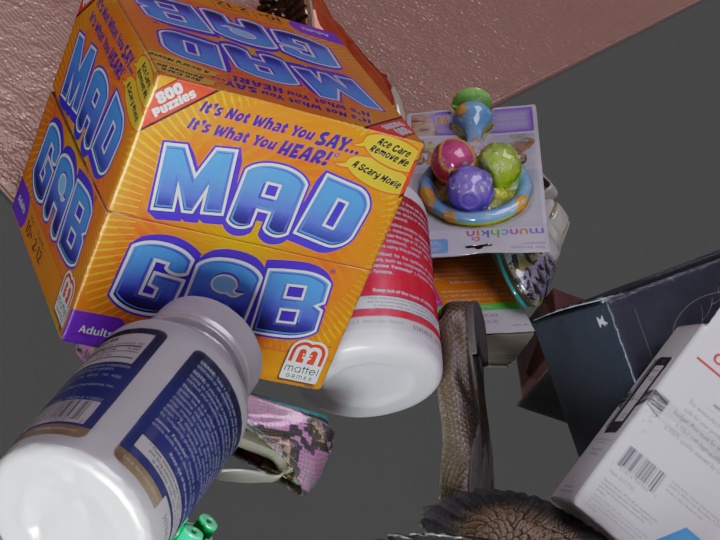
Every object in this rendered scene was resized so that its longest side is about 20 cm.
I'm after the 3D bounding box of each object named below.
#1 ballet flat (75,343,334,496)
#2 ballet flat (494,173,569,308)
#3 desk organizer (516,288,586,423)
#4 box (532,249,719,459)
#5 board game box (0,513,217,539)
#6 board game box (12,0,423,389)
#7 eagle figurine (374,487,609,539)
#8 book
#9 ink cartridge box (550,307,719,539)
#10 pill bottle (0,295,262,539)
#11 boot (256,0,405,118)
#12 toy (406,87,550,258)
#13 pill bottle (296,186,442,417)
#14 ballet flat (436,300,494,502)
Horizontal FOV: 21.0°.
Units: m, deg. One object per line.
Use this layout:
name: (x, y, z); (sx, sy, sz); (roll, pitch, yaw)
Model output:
ballet flat: (-0.112, 0.105, 1.364); (0.199, 0.069, 0.072); (24, 60, -15)
ballet flat: (0.139, -0.044, 1.638); (0.072, 0.072, 0.201); (21, 25, -18)
desk organizer: (0.229, 0.092, 1.614); (0.199, 0.072, 0.077); (19, 40, -20)
box: (0.270, 0.094, 1.507); (0.195, 0.124, 0.201); (-18, 88, -26)
board game box: (-0.174, 0.215, 1.179); (0.199, 0.026, 0.201); (15, 43, -23)
board game box: (-0.109, -0.066, 1.375); (0.198, 0.201, 0.200); (13, 23, -27)
eagle figurine: (0.117, 0.220, 1.311); (0.151, 0.152, 0.200); (-34, 77, -26)
book: (0.044, -0.013, 1.604); (0.133, 0.048, 0.201); (2, 49, -32)
ink cartridge box: (0.244, 0.120, 1.384); (0.116, 0.068, 0.200); (39, 82, -5)
pill bottle: (-0.137, 0.101, 1.214); (0.111, 0.111, 0.200); (36, 37, 0)
boot: (-0.026, -0.177, 1.700); (0.107, 0.075, 0.201); (8, 50, -41)
toy: (0.094, -0.090, 1.619); (0.114, 0.047, 0.201); (-4, 37, 4)
pill bottle: (0.000, 0.000, 1.482); (0.112, 0.112, 0.201); (13, 54, -26)
ballet flat: (0.072, 0.117, 1.474); (0.067, 0.046, 0.202); (53, 33, -62)
